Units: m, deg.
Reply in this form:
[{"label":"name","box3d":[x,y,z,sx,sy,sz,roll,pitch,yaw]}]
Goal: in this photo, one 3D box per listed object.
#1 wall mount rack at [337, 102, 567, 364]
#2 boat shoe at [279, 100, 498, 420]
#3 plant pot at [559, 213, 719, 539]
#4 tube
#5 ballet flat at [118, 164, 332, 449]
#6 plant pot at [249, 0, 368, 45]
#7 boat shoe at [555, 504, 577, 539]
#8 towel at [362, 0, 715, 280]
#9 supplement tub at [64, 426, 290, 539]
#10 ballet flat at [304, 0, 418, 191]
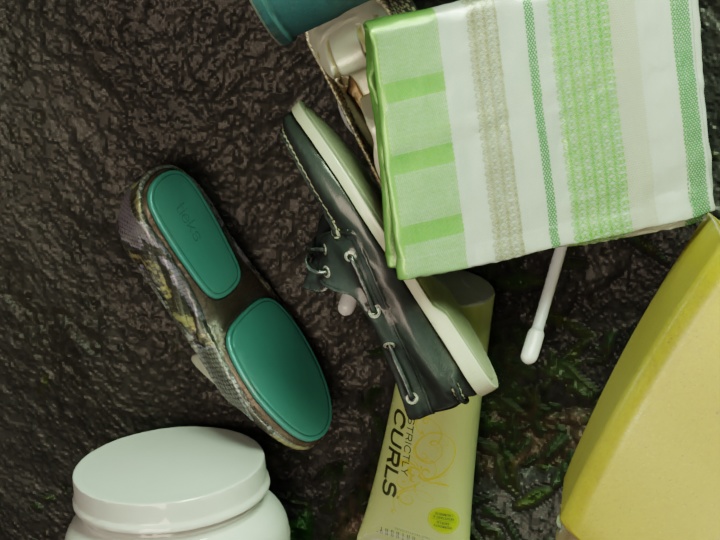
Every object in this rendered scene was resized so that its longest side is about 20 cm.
[{"label":"wall mount rack","box3d":[0.067,-0.050,1.444,0.199,0.075,0.175,15,113,13]},{"label":"boat shoe","box3d":[0.000,0.000,1.404,0.066,0.075,0.200,-32,103,11]},{"label":"plant pot","box3d":[0.218,0.106,1.359,0.200,0.200,0.177,39,98,1]},{"label":"tube","box3d":[0.046,0.098,1.521,0.058,0.052,0.201,43,133,48]},{"label":"ballet flat","box3d":[-0.089,0.027,1.536,0.072,0.072,0.201,-28,99,24]},{"label":"plant pot","box3d":[0.011,-0.246,1.283,0.187,0.200,0.201,-20,103,7]},{"label":"boat shoe","box3d":[0.153,0.157,1.497,0.200,0.075,0.069,-37,94,15]},{"label":"towel","box3d":[0.100,-0.084,1.359,0.199,0.031,0.150,-11,102,-19]},{"label":"supplement tub","box3d":[-0.112,0.215,1.559,0.144,0.145,0.201,1,110,17]},{"label":"ballet flat","box3d":[0.015,-0.097,1.371,0.067,0.075,0.201,-23,97,22]}]
